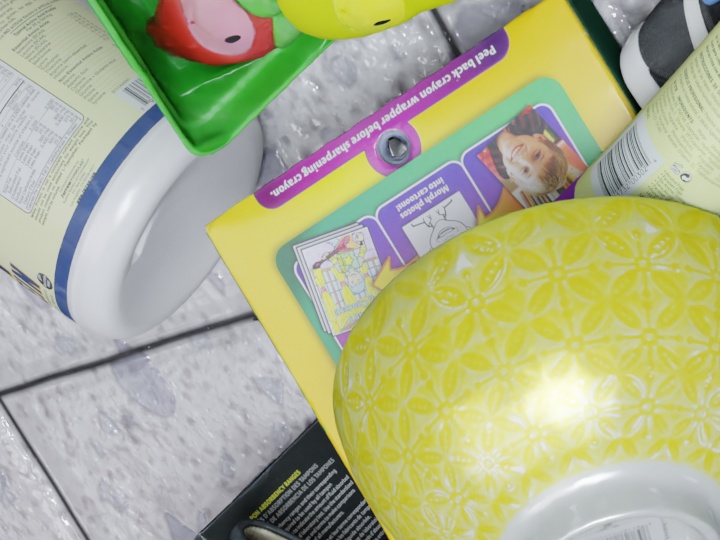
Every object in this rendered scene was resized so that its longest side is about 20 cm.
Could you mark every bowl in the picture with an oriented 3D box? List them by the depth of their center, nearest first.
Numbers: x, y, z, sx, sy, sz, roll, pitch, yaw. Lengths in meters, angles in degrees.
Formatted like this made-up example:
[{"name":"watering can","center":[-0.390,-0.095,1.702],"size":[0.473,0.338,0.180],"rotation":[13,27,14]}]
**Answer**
[{"name":"bowl","center":[0.093,0.079,0.765],"size":[0.198,0.108,0.201],"rotation":[-6,135,-6]}]

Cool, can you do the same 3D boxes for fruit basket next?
[{"name":"fruit basket","center":[-0.043,-0.145,0.826],"size":[0.216,0.155,0.216],"rotation":[44,171,9]}]

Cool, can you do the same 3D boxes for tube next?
[{"name":"tube","center":[0.159,-0.075,0.728],"size":[0.058,0.052,0.200],"rotation":[27,132,-15]}]

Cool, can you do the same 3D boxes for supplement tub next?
[{"name":"supplement tub","center":[-0.167,-0.072,1.008],"size":[0.199,0.145,0.146],"rotation":[33,135,17]}]

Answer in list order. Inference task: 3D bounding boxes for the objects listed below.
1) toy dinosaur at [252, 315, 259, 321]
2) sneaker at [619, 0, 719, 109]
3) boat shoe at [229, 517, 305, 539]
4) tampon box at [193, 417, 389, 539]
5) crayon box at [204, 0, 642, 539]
[{"name":"toy dinosaur","center":[0.000,0.000,0.965],"size":[0.199,0.088,0.048],"rotation":[-14,120,45]},{"name":"sneaker","center":[0.203,-0.053,0.772],"size":[0.200,0.073,0.112],"rotation":[45,138,5]},{"name":"boat shoe","center":[0.006,0.183,0.944],"size":[0.199,0.075,0.061],"rotation":[20,102,26]},{"name":"tampon box","center":[-0.014,0.218,1.102],"size":[0.200,0.126,0.150],"rotation":[43,136,6]},{"name":"crayon box","center":[0.058,-0.001,0.864],"size":[0.199,0.058,0.173],"rotation":[-32,90,19]}]
